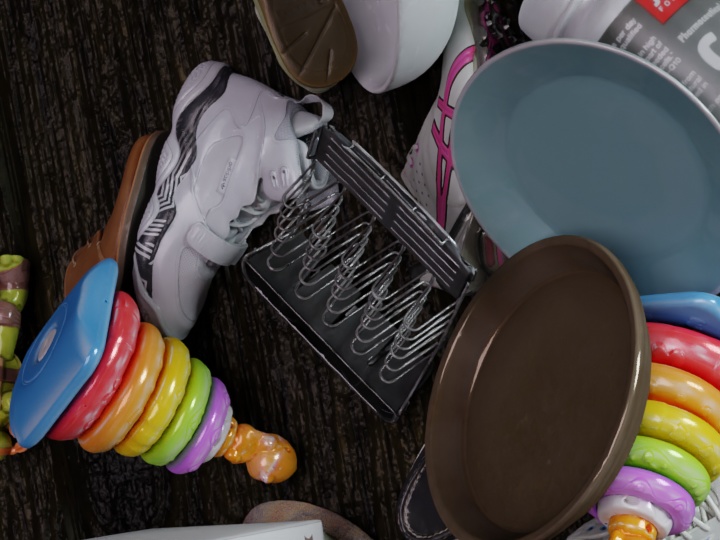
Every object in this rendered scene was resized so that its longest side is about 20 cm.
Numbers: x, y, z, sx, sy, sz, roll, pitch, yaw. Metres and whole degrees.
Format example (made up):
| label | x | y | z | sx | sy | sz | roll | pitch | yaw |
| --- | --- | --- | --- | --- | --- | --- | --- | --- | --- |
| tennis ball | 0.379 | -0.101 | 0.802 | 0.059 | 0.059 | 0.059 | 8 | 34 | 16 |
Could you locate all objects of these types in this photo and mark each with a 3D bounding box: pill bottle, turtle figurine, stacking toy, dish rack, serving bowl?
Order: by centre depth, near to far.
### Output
| label | x | y | z | sx | sy | sz | roll | pitch | yaw |
| --- | --- | --- | --- | --- | --- | --- | --- | --- | --- |
| stacking toy | 0.173 | 0.121 | 1.096 | 0.109 | 0.116 | 0.201 | -10 | 49 | 41 |
| pill bottle | 0.201 | -0.126 | 1.138 | 0.200 | 0.114 | 0.114 | 44 | 105 | 17 |
| dish rack | 0.000 | 0.000 | 1.180 | 0.153 | 0.200 | 0.055 | 44 | 66 | 11 |
| serving bowl | 0.021 | -0.221 | 1.197 | 0.065 | 0.200 | 0.202 | -13 | 82 | -14 |
| stacking toy | -0.130 | 0.095 | 1.256 | 0.199 | 0.116 | 0.110 | 29 | 121 | -20 |
| turtle figurine | -0.269 | 0.074 | 1.362 | 0.199 | 0.064 | 0.163 | -15 | 73 | 37 |

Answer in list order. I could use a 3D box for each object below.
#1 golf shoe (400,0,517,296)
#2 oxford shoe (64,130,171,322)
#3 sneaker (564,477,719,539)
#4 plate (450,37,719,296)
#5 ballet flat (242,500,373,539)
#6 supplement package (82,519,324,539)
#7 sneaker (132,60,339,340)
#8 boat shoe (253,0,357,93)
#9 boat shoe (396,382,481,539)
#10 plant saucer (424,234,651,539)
| label | x | y | z | sx | sy | sz | roll | pitch | yaw |
| --- | --- | --- | --- | --- | --- | --- | --- | --- | --- |
| golf shoe | 0.064 | -0.084 | 1.219 | 0.091 | 0.072 | 0.202 | -3 | 88 | 24 |
| oxford shoe | -0.180 | -0.009 | 1.325 | 0.071 | 0.071 | 0.202 | 20 | 98 | 26 |
| sneaker | 0.188 | 0.168 | 1.154 | 0.200 | 0.087 | 0.075 | -39 | 73 | 16 |
| plate | 0.147 | -0.059 | 1.109 | 0.199 | 0.026 | 0.201 | 21 | 137 | 21 |
| ballet flat | -0.007 | 0.214 | 1.246 | 0.199 | 0.067 | 0.069 | 23 | 97 | 22 |
| supplement package | -0.123 | 0.237 | 1.228 | 0.199 | 0.119 | 0.122 | -13 | 83 | 48 |
| sneaker | -0.086 | -0.040 | 1.280 | 0.114 | 0.075 | 0.202 | 14 | 92 | 25 |
| boat shoe | -0.055 | -0.218 | 1.232 | 0.073 | 0.063 | 0.202 | -22 | 92 | -7 |
| boat shoe | 0.089 | 0.110 | 1.210 | 0.200 | 0.060 | 0.074 | -44 | 74 | 16 |
| plant saucer | 0.109 | 0.077 | 1.116 | 0.200 | 0.029 | 0.201 | -36 | 42 | 42 |
